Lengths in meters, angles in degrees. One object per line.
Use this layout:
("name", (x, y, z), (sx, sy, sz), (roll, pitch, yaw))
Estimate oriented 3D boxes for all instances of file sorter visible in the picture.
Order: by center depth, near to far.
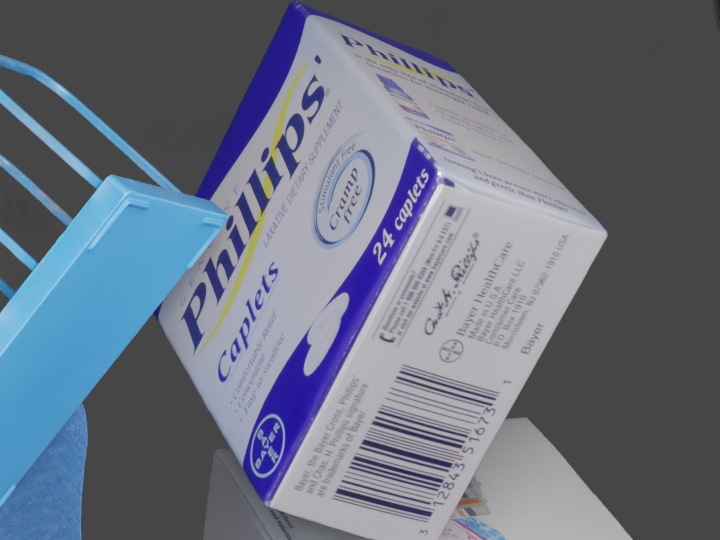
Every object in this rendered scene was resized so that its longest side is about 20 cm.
("file sorter", (-0.185, 0.009, 1.158), (0.200, 0.123, 0.139), (-50, 167, 7))

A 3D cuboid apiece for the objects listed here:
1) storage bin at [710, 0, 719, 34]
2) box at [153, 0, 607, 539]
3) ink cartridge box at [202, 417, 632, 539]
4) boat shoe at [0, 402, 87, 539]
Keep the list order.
("storage bin", (0.282, -0.189, 1.306), (0.199, 0.094, 0.136), (-29, 126, -8))
("box", (0.000, 0.000, 1.215), (0.104, 0.200, 0.185), (18, 109, -30))
("ink cartridge box", (0.027, 0.183, 1.369), (0.198, 0.145, 0.146), (-4, 119, -23))
("boat shoe", (-0.177, 0.132, 1.294), (0.084, 0.069, 0.201), (7, 111, -30))
